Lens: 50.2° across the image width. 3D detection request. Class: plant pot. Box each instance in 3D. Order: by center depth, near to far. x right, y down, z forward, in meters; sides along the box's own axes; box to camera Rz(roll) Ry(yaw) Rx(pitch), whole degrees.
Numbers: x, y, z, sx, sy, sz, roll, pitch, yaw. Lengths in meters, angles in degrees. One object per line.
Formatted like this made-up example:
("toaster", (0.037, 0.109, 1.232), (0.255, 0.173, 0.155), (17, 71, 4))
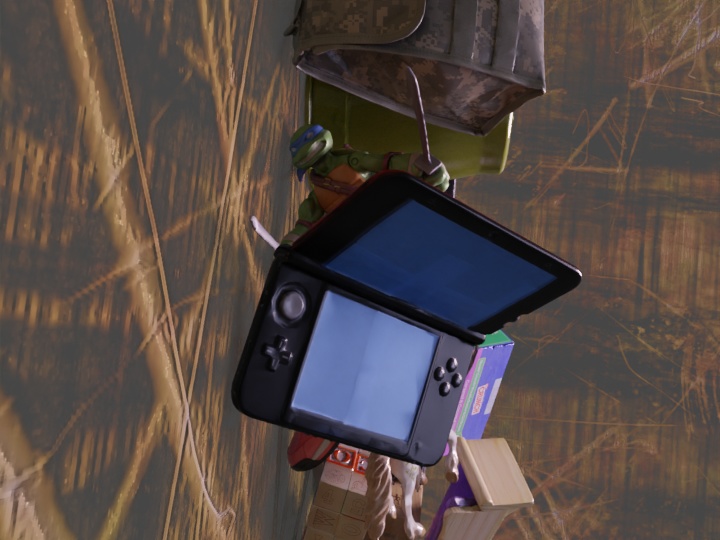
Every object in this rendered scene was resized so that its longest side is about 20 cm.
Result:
("plant pot", (0.055, -0.168, 0.764), (0.200, 0.189, 0.205), (6, 90, -84))

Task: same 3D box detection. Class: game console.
("game console", (0.036, 0.048, 0.540), (0.118, 0.198, 0.176), (5, -105, 57))

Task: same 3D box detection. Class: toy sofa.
("toy sofa", (0.098, 0.276, 0.831), (0.083, 0.096, 0.203), (-111, -151, -48))

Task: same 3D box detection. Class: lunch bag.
("lunch bag", (0.042, -0.222, 0.612), (0.117, 0.196, 0.168), (150, -53, -64))

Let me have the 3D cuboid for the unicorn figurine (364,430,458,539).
("unicorn figurine", (0.048, 0.152, 0.724), (0.200, 0.072, 0.140), (-62, 142, -67))

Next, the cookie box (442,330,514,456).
("cookie box", (0.093, 0.109, 1.012), (0.200, 0.074, 0.174), (45, -48, 44))

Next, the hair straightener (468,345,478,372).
("hair straightener", (0.054, 0.021, 0.724), (0.202, 0.041, 0.077), (62, -26, -10))

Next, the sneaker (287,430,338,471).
("sneaker", (-0.036, 0.096, 0.739), (0.203, 0.086, 0.074), (-62, -174, 14))

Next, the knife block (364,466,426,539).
("knife block", (0.035, 0.273, 0.932), (0.176, 0.063, 0.203), (-71, 176, -65))

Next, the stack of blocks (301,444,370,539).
("stack of blocks", (-0.028, 0.266, 0.800), (0.116, 0.057, 0.203), (-71, 177, -64))

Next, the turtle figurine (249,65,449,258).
("turtle figurine", (0.010, -0.025, 0.607), (0.144, 0.194, 0.199), (-47, -163, -14))

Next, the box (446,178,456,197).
("box", (0.048, -0.116, 0.952), (0.105, 0.145, 0.204), (-69, 164, -68))

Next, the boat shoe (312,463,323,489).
("boat shoe", (-0.024, 0.224, 0.975), (0.202, 0.073, 0.094), (101, -5, -51))
